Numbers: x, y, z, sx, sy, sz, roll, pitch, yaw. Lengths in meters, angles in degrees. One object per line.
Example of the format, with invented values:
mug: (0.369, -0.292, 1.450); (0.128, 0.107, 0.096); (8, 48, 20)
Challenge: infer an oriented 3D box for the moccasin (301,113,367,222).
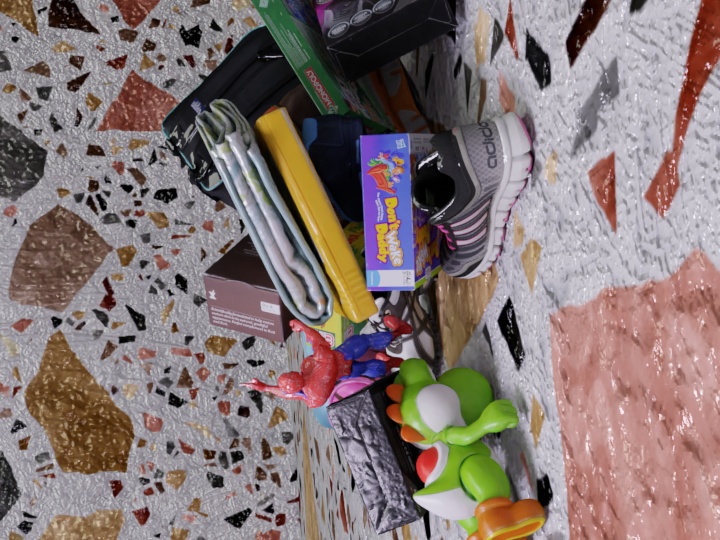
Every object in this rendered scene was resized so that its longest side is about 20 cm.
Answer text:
moccasin: (0.003, -0.094, 0.954); (0.200, 0.068, 0.081); (34, -130, -70)

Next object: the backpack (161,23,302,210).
backpack: (-0.110, -0.179, 1.122); (0.200, 0.153, 0.176); (-52, 45, 13)

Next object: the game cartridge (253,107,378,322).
game cartridge: (-0.049, -0.049, 0.922); (0.176, 0.032, 0.201); (-176, 62, -81)

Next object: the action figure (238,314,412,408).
action figure: (-0.037, 0.081, 0.921); (0.200, 0.098, 0.066); (-16, -61, -62)

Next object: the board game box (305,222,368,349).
board game box: (0.000, 0.000, 1.126); (0.200, 0.047, 0.102); (-47, -38, -52)

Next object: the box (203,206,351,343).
box: (-0.085, -0.006, 1.110); (0.200, 0.099, 0.076); (-46, -38, -51)

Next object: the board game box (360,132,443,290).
board game box: (0.049, -0.062, 0.916); (0.200, 0.044, 0.136); (-28, -64, -73)

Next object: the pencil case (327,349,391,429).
pencil case: (0.011, 0.150, 1.176); (0.094, 0.090, 0.200); (-55, -4, 12)

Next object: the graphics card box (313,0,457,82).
graphics card box: (0.015, -0.284, 0.985); (0.051, 0.125, 0.201); (57, -167, -41)

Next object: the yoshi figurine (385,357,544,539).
yoshi figurine: (0.102, 0.156, 0.854); (0.112, 0.112, 0.201); (35, -159, -50)

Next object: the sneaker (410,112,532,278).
sneaker: (0.082, -0.060, 0.830); (0.200, 0.087, 0.074); (103, 161, -58)

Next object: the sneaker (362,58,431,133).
sneaker: (0.047, -0.158, 1.083); (0.077, 0.078, 0.202); (23, -126, -69)

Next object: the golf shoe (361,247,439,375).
golf shoe: (0.035, 0.055, 1.084); (0.077, 0.094, 0.202); (8, 105, 55)

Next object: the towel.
towel: (-0.093, -0.059, 0.921); (0.201, 0.048, 0.171); (67, 175, -26)

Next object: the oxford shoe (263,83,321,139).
oxford shoe: (-0.020, -0.122, 1.051); (0.200, 0.072, 0.071); (47, 179, -41)

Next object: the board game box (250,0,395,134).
board game box: (-0.046, -0.228, 1.009); (0.201, 0.029, 0.134); (59, -163, 14)

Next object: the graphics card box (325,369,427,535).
graphics card box: (0.039, 0.167, 0.939); (0.126, 0.051, 0.200); (68, -165, 4)

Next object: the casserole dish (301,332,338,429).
casserole dish: (-0.043, 0.113, 1.229); (0.121, 0.038, 0.202); (-30, -67, -80)
